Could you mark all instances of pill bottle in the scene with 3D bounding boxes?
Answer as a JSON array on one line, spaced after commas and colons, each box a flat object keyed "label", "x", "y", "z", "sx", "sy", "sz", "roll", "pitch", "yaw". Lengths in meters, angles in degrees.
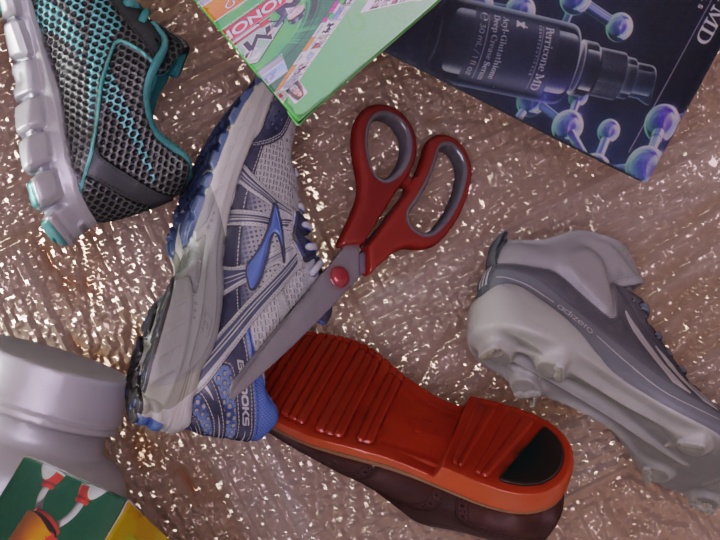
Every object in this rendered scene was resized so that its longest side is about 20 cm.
[{"label": "pill bottle", "x": -0.182, "y": 0.139, "z": 1.080, "sx": 0.110, "sy": 0.111, "sz": 0.201, "roll": 17, "pitch": 93, "yaw": -1}]

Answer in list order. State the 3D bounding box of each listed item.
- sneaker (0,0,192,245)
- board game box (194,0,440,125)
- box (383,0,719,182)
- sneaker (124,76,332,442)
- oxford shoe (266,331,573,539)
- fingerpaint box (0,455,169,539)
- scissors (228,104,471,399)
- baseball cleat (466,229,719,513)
[{"label": "sneaker", "x": -0.133, "y": -0.117, "z": 1.080, "sx": 0.091, "sy": 0.078, "sz": 0.201, "roll": -10, "pitch": 86, "yaw": -3}, {"label": "board game box", "x": 0.005, "y": -0.179, "z": 0.921, "sx": 0.200, "sy": 0.029, "sz": 0.135, "roll": -40, "pitch": 96, "yaw": 6}, {"label": "box", "x": 0.075, "y": -0.156, "z": 1.024, "sx": 0.199, "sy": 0.107, "sz": 0.149, "roll": 24, "pitch": 99, "yaw": -26}, {"label": "sneaker", "x": -0.054, "y": -0.004, "z": 1.079, "sx": 0.085, "sy": 0.077, "sz": 0.201, "roll": 21, "pitch": 70, "yaw": -14}, {"label": "oxford shoe", "x": 0.009, "y": 0.092, "z": 1.097, "sx": 0.199, "sy": 0.073, "sz": 0.071, "roll": 22, "pitch": 49, "yaw": 17}, {"label": "fingerpaint box", "x": -0.132, "y": 0.210, "z": 1.019, "sx": 0.073, "sy": 0.200, "sz": 0.167, "roll": 18, "pitch": 69, "yaw": 33}, {"label": "scissors", "x": 0.000, "y": 0.000, "z": 1.061, "sx": 0.073, "sy": 0.014, "sz": 0.201, "roll": 37, "pitch": 55, "yaw": -19}, {"label": "baseball cleat", "x": 0.145, "y": 0.045, "z": 1.094, "sx": 0.199, "sy": 0.070, "sz": 0.107, "roll": 34, "pitch": 54, "yaw": -23}]
